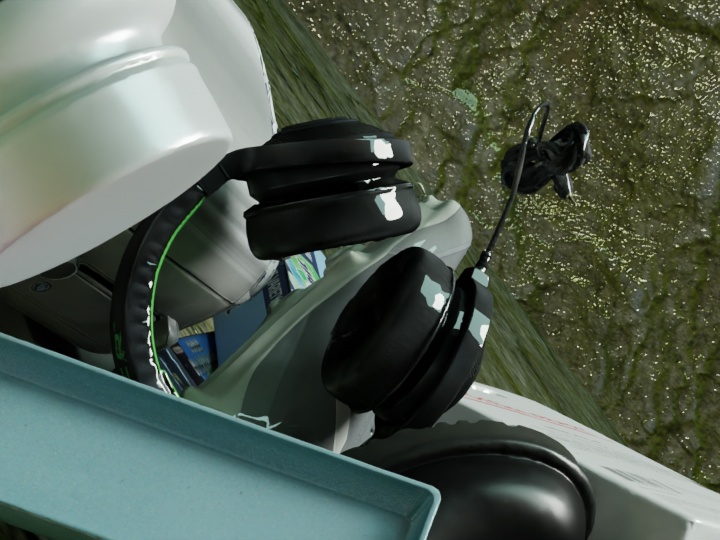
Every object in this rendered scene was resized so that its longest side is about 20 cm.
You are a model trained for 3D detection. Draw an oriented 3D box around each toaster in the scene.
[{"bbox_3d":[-0.102,-0.065,1.017,0.129,0.113,0.201,46,28,-50],"label":"toaster"}]

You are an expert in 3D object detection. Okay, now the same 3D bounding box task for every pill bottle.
[{"bbox_3d":[-0.128,-0.103,0.823,0.200,0.114,0.114,60,8,6],"label":"pill bottle"}]

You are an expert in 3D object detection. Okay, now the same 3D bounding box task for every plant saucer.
[{"bbox_3d":[-0.077,0.066,0.852,0.199,0.019,0.070,20,42,3],"label":"plant saucer"}]

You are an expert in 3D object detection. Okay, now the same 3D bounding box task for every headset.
[{"bbox_3d":[0.000,0.000,0.957,0.124,0.200,0.094,61,-18,-6],"label":"headset"}]

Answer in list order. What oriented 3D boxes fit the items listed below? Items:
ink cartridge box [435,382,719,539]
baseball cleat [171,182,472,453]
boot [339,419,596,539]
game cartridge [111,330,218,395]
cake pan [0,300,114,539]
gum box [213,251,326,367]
[{"bbox_3d":[0.082,0.101,1.032,0.116,0.067,0.200,18,5,-42],"label":"ink cartridge box"},{"bbox_3d":[-0.011,0.056,1.002,0.107,0.200,0.070,53,-32,-5],"label":"baseball cleat"},{"bbox_3d":[0.004,0.141,0.868,0.158,0.210,0.080,-123,-159,-51],"label":"boot"},{"bbox_3d":[-0.044,0.085,1.095,0.130,0.038,0.200,59,8,3],"label":"game cartridge"},{"bbox_3d":[-0.098,0.076,1.066,0.200,0.037,0.200,52,8,-11],"label":"cake pan"},{"bbox_3d":[0.009,0.077,1.165,0.200,0.044,0.170,52,8,-20],"label":"gum box"}]
